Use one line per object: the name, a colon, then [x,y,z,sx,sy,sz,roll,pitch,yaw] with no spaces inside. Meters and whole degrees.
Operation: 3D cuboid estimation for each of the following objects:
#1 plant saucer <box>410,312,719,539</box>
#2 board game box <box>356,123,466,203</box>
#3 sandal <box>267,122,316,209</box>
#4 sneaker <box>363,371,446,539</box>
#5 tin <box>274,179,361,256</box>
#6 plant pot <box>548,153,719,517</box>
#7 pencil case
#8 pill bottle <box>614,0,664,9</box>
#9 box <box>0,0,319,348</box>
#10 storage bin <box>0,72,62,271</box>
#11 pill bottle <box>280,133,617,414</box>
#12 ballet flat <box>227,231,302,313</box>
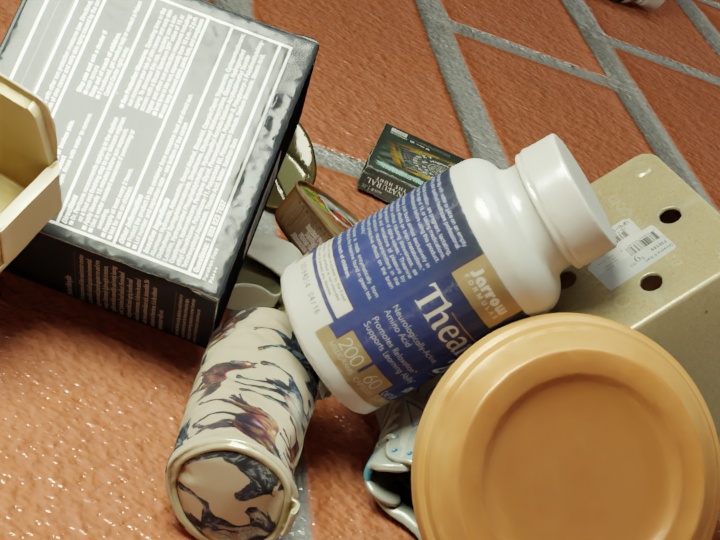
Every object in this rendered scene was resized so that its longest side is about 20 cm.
plant saucer: [0.130,0.126,1.020,0.199,0.202,0.037,20,-6,-9]
board game box: [0.099,-0.069,1.597,0.199,0.028,0.135,25,24,0]
sandal: [-0.108,-0.118,1.472,0.199,0.082,0.055,30,2,31]
sneaker: [0.035,0.116,1.103,0.086,0.075,0.200,3,30,-28]
tin: [0.000,0.000,1.310,0.112,0.042,0.200,37,10,-42]
plant pot: [0.196,0.043,1.160,0.199,0.178,0.200,-30,41,-6]
pencil case: [-0.066,0.095,1.040,0.089,0.078,0.200,9,24,1]
pill bottle: [0.391,-0.489,2.636,0.199,0.115,0.115,18,24,-13]
box: [-0.156,-0.084,1.143,0.197,0.201,0.123,21,-20,-1]
storage bin: [-0.309,-0.049,0.979,0.198,0.094,0.200,30,57,14]
pill bottle: [0.058,-0.001,1.069,0.111,0.199,0.111,54,15,-21]
ballet flat: [-0.127,-0.011,1.227,0.199,0.070,0.070,17,24,-24]
